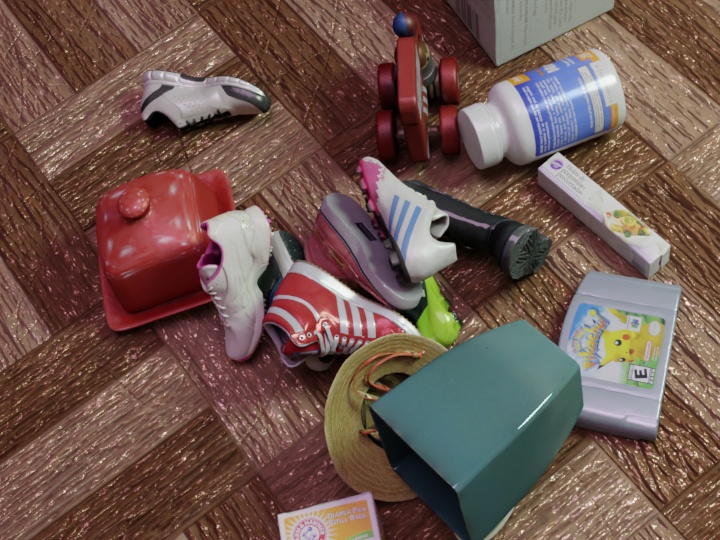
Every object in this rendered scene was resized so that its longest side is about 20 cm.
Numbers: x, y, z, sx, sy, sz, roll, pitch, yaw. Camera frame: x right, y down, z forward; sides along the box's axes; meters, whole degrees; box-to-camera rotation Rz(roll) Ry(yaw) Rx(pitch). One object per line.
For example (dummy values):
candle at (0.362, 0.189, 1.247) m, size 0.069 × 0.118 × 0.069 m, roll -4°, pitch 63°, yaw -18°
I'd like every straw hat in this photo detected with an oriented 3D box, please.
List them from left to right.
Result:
straw hat at (0.035, 0.157, 1.356) m, size 0.200 × 0.202 × 0.085 m, roll -33°, pitch 21°, yaw -10°

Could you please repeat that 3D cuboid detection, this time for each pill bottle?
pill bottle at (0.233, -0.205, 1.519) m, size 0.198 × 0.112 × 0.113 m, roll -20°, pitch 59°, yaw -7°

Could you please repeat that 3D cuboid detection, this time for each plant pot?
plant pot at (0.137, 0.159, 1.252) m, size 0.200 × 0.142 × 0.141 m, roll -39°, pitch 54°, yaw -15°

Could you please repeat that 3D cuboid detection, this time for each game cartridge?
game cartridge at (0.302, 0.096, 1.389) m, size 0.132 × 0.041 × 0.202 m, roll 8°, pitch 62°, yaw 18°

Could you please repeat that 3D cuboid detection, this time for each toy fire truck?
toy fire truck at (0.072, -0.249, 1.545) m, size 0.111 × 0.168 × 0.202 m, roll -3°, pitch 60°, yaw 8°

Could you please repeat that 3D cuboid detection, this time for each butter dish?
butter dish at (-0.265, -0.053, 1.495) m, size 0.198 × 0.148 × 0.201 m, roll -18°, pitch 60°, yaw 6°

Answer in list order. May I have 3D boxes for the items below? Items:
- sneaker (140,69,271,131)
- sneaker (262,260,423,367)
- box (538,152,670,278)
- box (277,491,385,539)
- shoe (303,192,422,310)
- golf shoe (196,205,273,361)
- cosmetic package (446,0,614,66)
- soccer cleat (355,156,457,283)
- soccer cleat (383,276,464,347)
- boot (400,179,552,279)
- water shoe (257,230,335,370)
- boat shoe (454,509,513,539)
sneaker at (-0.220, -0.231, 1.651) m, size 0.198 × 0.074 × 0.081 m, roll 6°, pitch 76°, yaw 18°
sneaker at (-0.021, 0.083, 1.373) m, size 0.199 × 0.071 × 0.113 m, roll 30°, pitch 59°, yaw 5°
box at (0.306, -0.071, 1.479) m, size 0.039 × 0.042 × 0.200 m, roll -38°, pitch 61°, yaw -13°
box at (-0.015, 0.357, 1.253) m, size 0.111 × 0.102 × 0.202 m, roll -13°, pitch 59°, yaw 1°
shoe at (0.000, 0.000, 1.440) m, size 0.071 × 0.091 × 0.200 m, roll -3°, pitch 43°, yaw -40°
golf shoe at (-0.162, 0.019, 1.426) m, size 0.091 × 0.202 × 0.075 m, roll -6°, pitch 23°, yaw -30°
cosmetic package at (0.231, -0.430, 1.623) m, size 0.199 × 0.167 × 0.168 m, roll -28°, pitch 60°, yaw -8°
soccer cleat at (0.057, -0.067, 1.404) m, size 0.086 × 0.070 × 0.201 m, roll -20°, pitch 51°, yaw -2°
soccer cleat at (0.055, 0.017, 1.460) m, size 0.081 × 0.068 × 0.201 m, roll -30°, pitch 60°, yaw 6°
boot at (0.124, -0.061, 1.439) m, size 0.199 × 0.165 × 0.066 m, roll 29°, pitch 94°, yaw 20°
water shoe at (-0.089, 0.048, 1.474) m, size 0.079 × 0.071 × 0.201 m, roll -32°, pitch 58°, yaw 23°
boat shoe at (0.157, 0.213, 1.330) m, size 0.072 × 0.060 × 0.203 m, roll 21°, pitch 66°, yaw 19°
